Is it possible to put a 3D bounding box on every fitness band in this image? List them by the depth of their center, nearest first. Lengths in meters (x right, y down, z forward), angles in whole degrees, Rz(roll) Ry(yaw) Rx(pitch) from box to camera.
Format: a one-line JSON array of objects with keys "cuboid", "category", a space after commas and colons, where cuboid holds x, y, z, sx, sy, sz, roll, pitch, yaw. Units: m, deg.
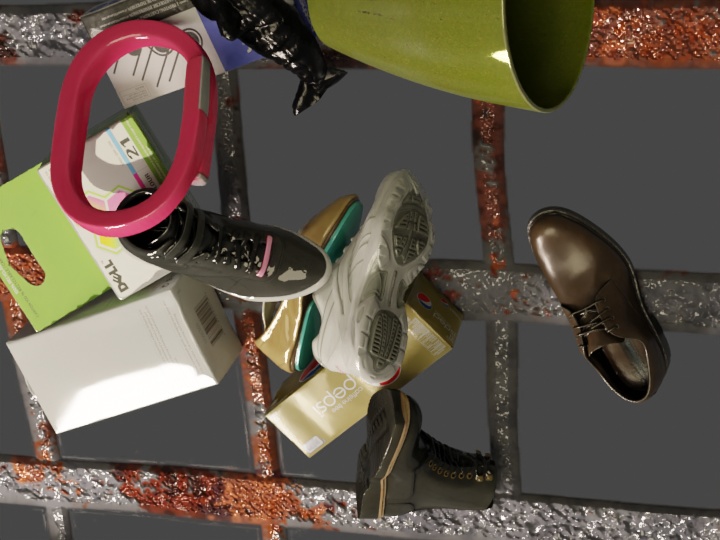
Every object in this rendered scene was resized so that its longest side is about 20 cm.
[{"cuboid": [-0.194, -0.123, 1.320, 0.144, 0.037, 0.200, -3, 69, 21], "category": "fitness band"}]

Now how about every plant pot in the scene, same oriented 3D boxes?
[{"cuboid": [0.064, -0.226, 1.252, 0.200, 0.187, 0.187, 6, 117, 29], "category": "plant pot"}]

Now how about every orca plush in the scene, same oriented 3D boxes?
[{"cuboid": [-0.104, -0.206, 1.294, 0.105, 0.071, 0.200, -8, 128, 35], "category": "orca plush"}]

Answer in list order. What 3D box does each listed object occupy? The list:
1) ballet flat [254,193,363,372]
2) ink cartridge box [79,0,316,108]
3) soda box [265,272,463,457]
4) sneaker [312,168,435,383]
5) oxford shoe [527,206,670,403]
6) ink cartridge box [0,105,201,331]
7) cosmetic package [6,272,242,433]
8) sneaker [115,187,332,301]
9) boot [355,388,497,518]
[{"cuboid": [-0.056, 0.006, 1.448, 0.063, 0.069, 0.200, 29, 118, 18], "category": "ballet flat"}, {"cuboid": [-0.141, -0.222, 1.374, 0.200, 0.044, 0.094, -17, 110, 22], "category": "ink cartridge box"}, {"cuboid": [0.004, 0.090, 1.465, 0.064, 0.068, 0.200, 45, 118, -11], "category": "soda box"}, {"cuboid": [0.000, 0.000, 1.383, 0.099, 0.200, 0.078, 2, 157, 41], "category": "sneaker"}, {"cuboid": [0.213, 0.031, 1.371, 0.073, 0.084, 0.200, -31, 101, 28], "category": "oxford shoe"}, {"cuboid": [-0.259, -0.039, 1.438, 0.200, 0.076, 0.148, -30, 104, 3], "category": "ink cartridge box"}, {"cuboid": [-0.233, 0.075, 1.520, 0.200, 0.081, 0.113, -16, 109, 23], "category": "cosmetic package"}, {"cuboid": [-0.127, -0.020, 1.340, 0.200, 0.099, 0.071, 13, 84, 6], "category": "sneaker"}, {"cuboid": [0.074, 0.170, 1.446, 0.138, 0.077, 0.200, 1, 150, -7], "category": "boot"}]
